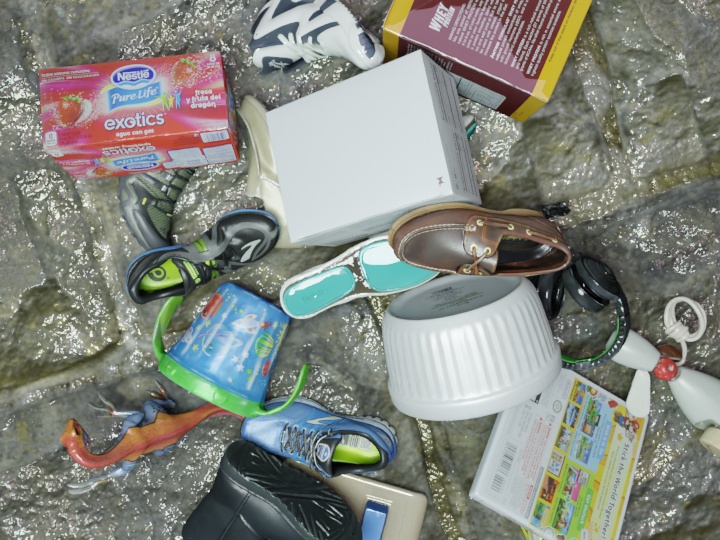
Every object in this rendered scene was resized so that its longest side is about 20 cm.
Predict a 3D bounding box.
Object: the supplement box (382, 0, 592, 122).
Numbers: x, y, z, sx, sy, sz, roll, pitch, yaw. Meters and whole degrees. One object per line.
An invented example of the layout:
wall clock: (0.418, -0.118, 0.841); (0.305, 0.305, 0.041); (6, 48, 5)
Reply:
supplement box: (0.151, -0.313, 0.779); (0.199, 0.133, 0.199); (23, 93, 1)

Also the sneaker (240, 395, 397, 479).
sneaker: (-0.052, 0.207, 0.829); (0.198, 0.089, 0.079); (7, 92, 3)

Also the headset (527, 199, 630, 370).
headset: (0.254, 0.017, 0.813); (0.123, 0.094, 0.202); (-15, 91, 36)

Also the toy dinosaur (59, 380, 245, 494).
toy dinosaur: (-0.258, 0.182, 0.789); (0.198, 0.181, 0.106); (-18, 91, 2)

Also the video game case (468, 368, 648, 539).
video game case: (0.242, 0.219, 0.801); (0.181, 0.023, 0.201); (30, 62, -3)

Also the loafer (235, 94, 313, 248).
loafer: (-0.114, -0.116, 0.825); (0.068, 0.076, 0.202); (-22, 92, -3)

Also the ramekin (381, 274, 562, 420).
ramekin: (0.117, 0.074, 0.755); (0.198, 0.200, 0.106); (-16, 103, 3)

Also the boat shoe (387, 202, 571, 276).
boat shoe: (0.130, -0.027, 0.706); (0.198, 0.071, 0.071); (-4, 131, -17)

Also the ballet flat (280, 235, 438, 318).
ballet flat: (0.000, 0.000, 0.792); (0.198, 0.069, 0.070); (-19, 91, 4)

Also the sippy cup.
sippy cup: (-0.154, 0.090, 0.814); (0.177, 0.139, 0.131); (32, 82, -25)

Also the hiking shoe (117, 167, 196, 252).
hiking shoe: (-0.242, -0.121, 0.829); (0.100, 0.076, 0.202); (-6, 91, 6)

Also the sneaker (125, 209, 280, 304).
sneaker: (-0.185, -0.009, 0.794); (0.198, 0.083, 0.071); (-22, 120, 2)

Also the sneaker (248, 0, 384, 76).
sneaker: (-0.065, -0.266, 0.797); (0.130, 0.079, 0.199); (-47, 65, 15)

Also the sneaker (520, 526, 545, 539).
sneaker: (0.215, 0.263, 0.830); (0.075, 0.076, 0.202); (1, 72, -14)

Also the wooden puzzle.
wooden puzzle: (-0.028, 0.354, 0.855); (0.198, 0.046, 0.187); (14, 92, 1)

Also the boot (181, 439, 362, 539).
boot: (-0.112, 0.320, 0.814); (0.199, 0.076, 0.169); (32, 117, 8)

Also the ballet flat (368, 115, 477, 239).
ballet flat: (0.066, -0.116, 0.828); (0.069, 0.069, 0.201); (33, 96, 1)

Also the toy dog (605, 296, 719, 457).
toy dog: (0.392, 0.141, 0.819); (0.131, 0.096, 0.201); (-33, 77, -6)

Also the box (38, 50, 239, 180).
box: (-0.243, -0.172, 0.757); (0.198, 0.100, 0.096); (-8, 78, -4)

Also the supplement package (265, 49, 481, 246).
supplement package: (0.014, -0.128, 0.761); (0.198, 0.111, 0.157); (-15, 83, 24)
